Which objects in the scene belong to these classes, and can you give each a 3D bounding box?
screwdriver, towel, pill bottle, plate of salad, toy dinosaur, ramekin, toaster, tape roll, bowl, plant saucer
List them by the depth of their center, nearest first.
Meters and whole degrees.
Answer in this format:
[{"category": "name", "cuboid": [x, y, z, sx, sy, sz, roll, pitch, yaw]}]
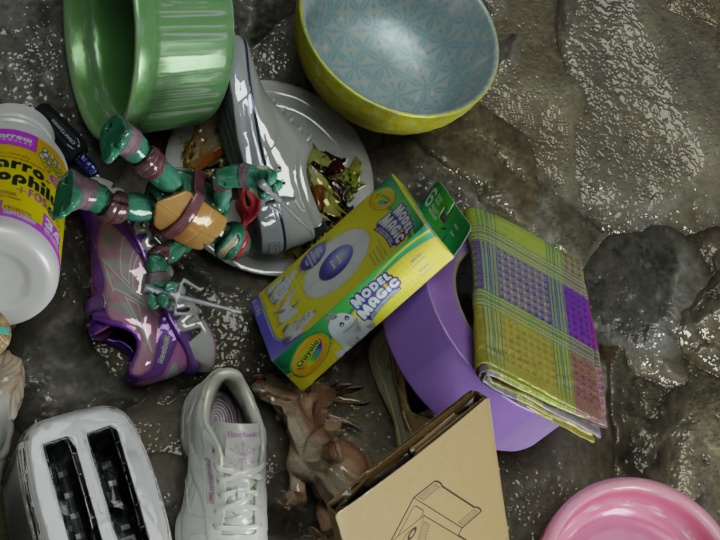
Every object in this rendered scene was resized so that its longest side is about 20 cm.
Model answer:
[{"category": "toaster", "cuboid": [-0.215, 0.192, 1.280, 0.113, 0.129, 0.202, -11, 70, -22]}, {"category": "pill bottle", "cuboid": [-0.296, -0.054, 1.349, 0.103, 0.105, 0.201, 8, 37, -13]}, {"category": "toy dinosaur", "cuboid": [-0.016, 0.170, 1.383, 0.085, 0.136, 0.201, -27, 99, 14]}, {"category": "towel", "cuboid": [0.148, 0.043, 1.402, 0.143, 0.023, 0.201, 26, 41, -27]}, {"category": "plant saucer", "cuboid": [0.239, 0.284, 1.420, 0.198, 0.051, 0.203, 7, 65, -15]}, {"category": "tape roll", "cuboid": [0.114, 0.055, 1.429, 0.199, 0.066, 0.201, 28, 40, -26]}, {"category": "ramekin", "cuboid": [-0.187, -0.216, 1.436, 0.097, 0.200, 0.202, -6, 68, -27]}, {"category": "screwdriver", "cuboid": [-0.227, -0.072, 1.448, 0.200, 0.028, 0.029, 49, 34, 12]}, {"category": "plate of salad", "cuboid": [-0.080, -0.091, 1.492, 0.198, 0.048, 0.202, 7, 64, -14]}, {"category": "bowl", "cuboid": [0.019, -0.201, 1.531, 0.198, 0.108, 0.202, 11, 59, -18]}]

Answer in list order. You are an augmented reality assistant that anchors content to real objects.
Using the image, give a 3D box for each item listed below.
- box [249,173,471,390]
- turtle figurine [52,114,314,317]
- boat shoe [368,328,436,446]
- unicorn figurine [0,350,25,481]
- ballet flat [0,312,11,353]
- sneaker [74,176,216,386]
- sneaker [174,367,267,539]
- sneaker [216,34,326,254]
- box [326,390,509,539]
[{"category": "box", "cuboid": [0.000, 0.000, 1.386, 0.200, 0.117, 0.048, -40, 118, 5]}, {"category": "turtle figurine", "cuboid": [-0.145, -0.042, 1.340, 0.199, 0.101, 0.150, 29, 96, -32]}, {"category": "boat shoe", "cuboid": [0.067, 0.132, 1.426, 0.073, 0.066, 0.201, -22, 75, -24]}, {"category": "unicorn figurine", "cuboid": [-0.309, 0.133, 1.288, 0.073, 0.200, 0.138, 23, 89, -11]}, {"category": "ballet flat", "cuboid": [-0.349, 0.063, 1.290, 0.065, 0.199, 0.071, 6, 80, -49]}, {"category": "sneaker", "cuboid": [-0.205, 0.015, 1.394, 0.088, 0.081, 0.201, -28, 78, -18]}, {"category": "sneaker", "cuboid": [-0.113, 0.176, 1.335, 0.074, 0.100, 0.202, -2, 69, -19]}, {"category": "sneaker", "cuboid": [-0.081, -0.114, 1.445, 0.070, 0.073, 0.202, -11, 83, -19]}, {"category": "box", "cuboid": [0.053, 0.215, 1.325, 0.163, 0.201, 0.021, -35, 45, -26]}]
